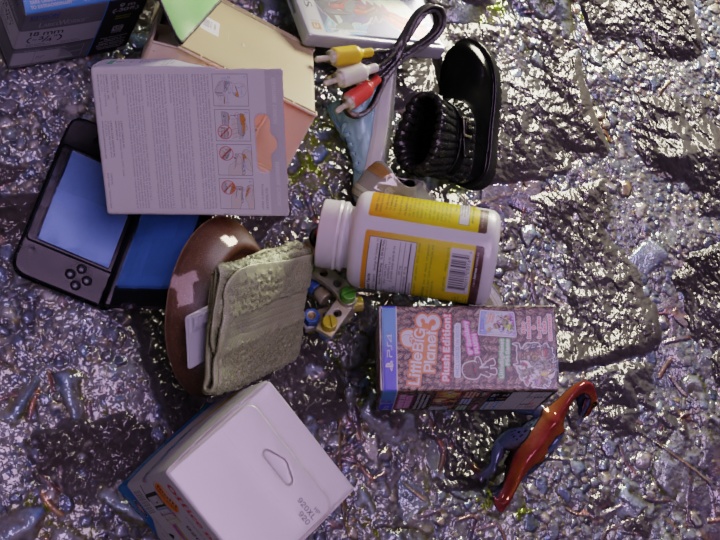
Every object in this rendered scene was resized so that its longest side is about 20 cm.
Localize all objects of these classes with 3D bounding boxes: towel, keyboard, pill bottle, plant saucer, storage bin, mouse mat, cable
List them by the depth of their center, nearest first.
[{"bbox_3d":[-0.202,-0.342,1.301,0.200,0.007,0.161,-76,147,-63],"label":"mouse mat"},{"bbox_3d":[-0.109,0.050,1.304,0.200,0.036,0.149,-20,120,-64],"label":"towel"},{"bbox_3d":[-0.133,0.050,1.308,0.200,0.011,0.057,-29,127,-61],"label":"keyboard"},{"bbox_3d":[-0.145,0.042,1.330,0.036,0.200,0.201,7,67,23],"label":"plant saucer"},{"bbox_3d":[0.052,-0.028,1.358,0.199,0.109,0.110,9,71,3],"label":"pill bottle"},{"bbox_3d":[-0.153,-0.221,1.375,0.198,0.094,0.200,24,28,-17],"label":"storage bin"},{"bbox_3d":[0.036,-0.251,1.465,0.200,0.050,0.097,-29,113,-20],"label":"cable"}]

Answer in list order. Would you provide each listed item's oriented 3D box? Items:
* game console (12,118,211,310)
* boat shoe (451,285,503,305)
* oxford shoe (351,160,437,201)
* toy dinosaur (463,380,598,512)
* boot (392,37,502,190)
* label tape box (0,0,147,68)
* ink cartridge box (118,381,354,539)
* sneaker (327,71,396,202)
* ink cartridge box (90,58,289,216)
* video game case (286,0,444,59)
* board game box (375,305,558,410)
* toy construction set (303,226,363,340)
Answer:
[{"bbox_3d":[-0.262,-0.067,1.329,0.172,0.119,0.201,24,67,-18],"label":"game console"},{"bbox_3d":[0.122,0.018,1.485,0.065,0.074,0.202,-35,133,-6],"label":"boat shoe"},{"bbox_3d":[0.071,-0.078,1.484,0.200,0.075,0.058,28,93,-43],"label":"oxford shoe"},{"bbox_3d":[0.226,0.210,1.478,0.181,0.200,0.105,-38,113,3],"label":"toy dinosaur"},{"bbox_3d":[0.109,-0.210,1.528,0.158,0.079,0.212,13,70,-51],"label":"boot"},{"bbox_3d":[-0.312,-0.300,1.317,0.144,0.200,0.064,-16,80,-27],"label":"label tape box"},{"bbox_3d":[-0.135,0.226,1.267,0.145,0.200,0.147,-42,96,-28],"label":"ink cartridge box"},{"bbox_3d":[-0.003,-0.176,1.519,0.082,0.074,0.201,6,77,7],"label":"sneaker"},{"bbox_3d":[-0.173,-0.139,1.263,0.199,0.050,0.162,0,112,4],"label":"ink cartridge box"},{"bbox_3d":[-0.006,-0.348,1.532,0.199,0.023,0.183,0,55,-31],"label":"video game case"},{"bbox_3d":[0.118,0.104,1.405,0.199,0.159,0.097,0,76,-2],"label":"board game box"},{"bbox_3d":[0.000,0.000,1.450,0.199,0.092,0.131,-21,63,-35],"label":"toy construction set"}]
